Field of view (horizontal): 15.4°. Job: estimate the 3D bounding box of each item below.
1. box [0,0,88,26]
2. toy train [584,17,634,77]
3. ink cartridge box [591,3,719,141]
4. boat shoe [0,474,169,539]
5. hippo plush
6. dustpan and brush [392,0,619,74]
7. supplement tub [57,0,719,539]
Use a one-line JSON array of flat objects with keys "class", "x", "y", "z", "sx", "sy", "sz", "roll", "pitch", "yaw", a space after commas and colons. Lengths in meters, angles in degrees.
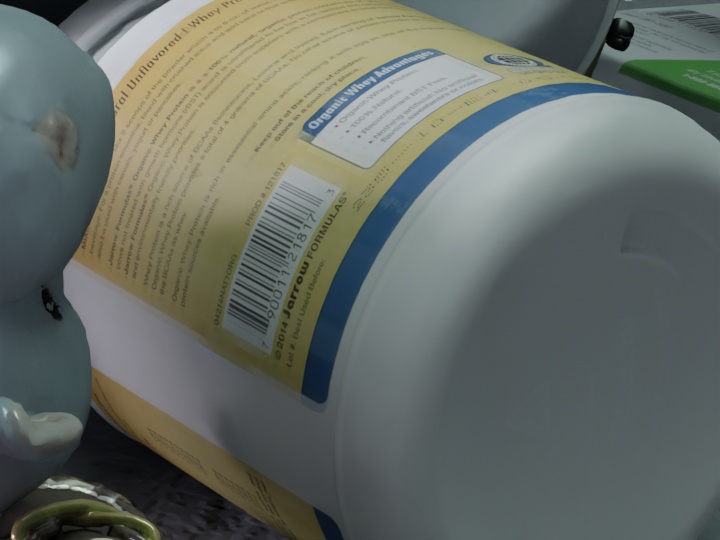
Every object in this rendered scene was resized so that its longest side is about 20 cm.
[{"class": "box", "x": -0.164, "y": -0.111, "z": 0.992, "sx": 0.104, "sy": 0.149, "sz": 0.200, "roll": -11, "pitch": 25, "yaw": -38}, {"class": "toy train", "x": -0.006, "y": -0.104, "z": 0.879, "sx": 0.199, "sy": 0.046, "sz": 0.034, "roll": 21, "pitch": -19, "yaw": 4}, {"class": "ink cartridge box", "x": 0.173, "y": -0.046, "z": 0.987, "sx": 0.199, "sy": 0.085, "sz": 0.146, "roll": -7, "pitch": 21, "yaw": -31}, {"class": "boat shoe", "x": -0.058, "y": 0.088, "z": 0.595, "sx": 0.071, "sy": 0.060, "sz": 0.200, "roll": 1, "pitch": 20, "yaw": -10}, {"class": "hippo plush", "x": -0.135, "y": 0.003, "z": 0.580, "sx": 0.160, "sy": 0.201, "sz": 0.159, "roll": 12, "pitch": 1, "yaw": -4}, {"class": "dustpan and brush", "x": 0.033, "y": -0.069, "z": 0.837, "sx": 0.139, "sy": 0.201, "sz": 0.057, "roll": -16, "pitch": -17, "yaw": 3}, {"class": "supplement tub", "x": 0.000, "y": 0.000, "z": 0.728, "sx": 0.144, "sy": 0.146, "sz": 0.200, "roll": -11, "pitch": 25, "yaw": -37}]
